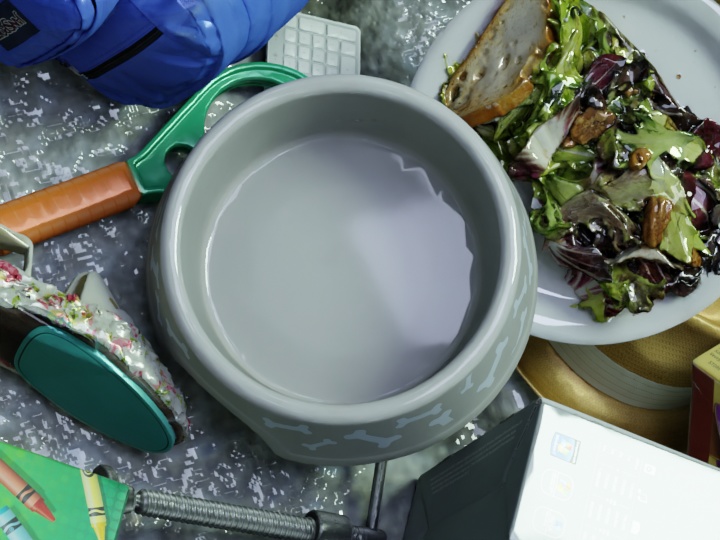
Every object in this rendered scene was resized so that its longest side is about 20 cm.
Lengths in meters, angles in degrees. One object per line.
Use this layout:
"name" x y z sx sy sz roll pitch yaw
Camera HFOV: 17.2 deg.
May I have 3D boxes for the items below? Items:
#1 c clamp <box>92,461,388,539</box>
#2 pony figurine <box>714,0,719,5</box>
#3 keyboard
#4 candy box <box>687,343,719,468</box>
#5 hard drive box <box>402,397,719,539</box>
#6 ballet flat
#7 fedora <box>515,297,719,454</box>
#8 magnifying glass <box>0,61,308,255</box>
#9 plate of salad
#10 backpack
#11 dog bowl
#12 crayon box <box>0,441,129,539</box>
"c clamp" -0.070 0.145 1.172 0.200 0.027 0.171 7 78 -33
"pony figurine" 0.211 -0.187 1.338 0.166 0.200 0.193 7 69 25
"keyboard" -0.027 -0.046 1.279 0.056 0.011 0.200 9 69 -19
"candy box" 0.265 0.060 1.298 0.200 0.117 0.056 -28 46 -28
"hard drive box" 0.138 0.151 1.194 0.200 0.156 0.077 21 65 -13
"ballet flat" -0.163 0.016 1.168 0.200 0.076 0.064 31 55 -12
"fedora" 0.162 -0.001 1.298 0.200 0.082 0.201 7 70 -20
"magnifying glass" -0.101 -0.052 1.240 0.200 0.022 0.080 -21 79 -25
"plate of salad" 0.119 -0.061 1.221 0.200 0.048 0.200 0 90 3
"backpack" -0.130 -0.176 1.204 0.200 0.162 0.168 49 66 -14
"dog bowl" -0.009 -0.006 1.174 0.200 0.059 0.200 0 77 1
"crayon box" -0.189 0.125 1.043 0.119 0.200 0.058 20 64 -14
